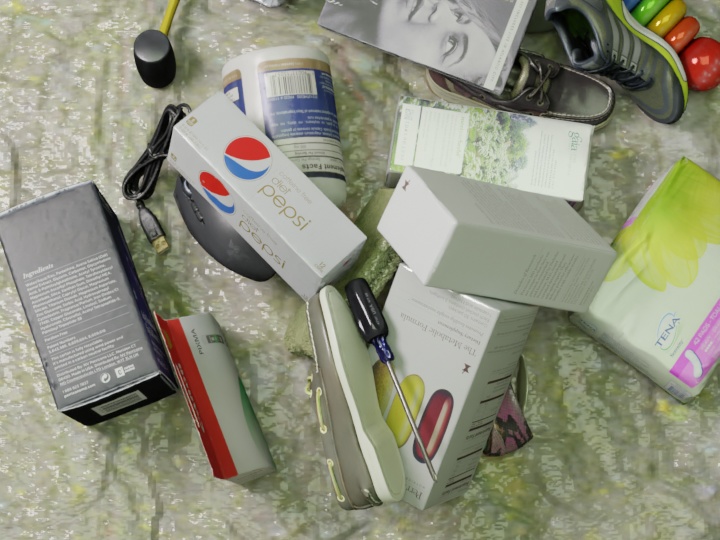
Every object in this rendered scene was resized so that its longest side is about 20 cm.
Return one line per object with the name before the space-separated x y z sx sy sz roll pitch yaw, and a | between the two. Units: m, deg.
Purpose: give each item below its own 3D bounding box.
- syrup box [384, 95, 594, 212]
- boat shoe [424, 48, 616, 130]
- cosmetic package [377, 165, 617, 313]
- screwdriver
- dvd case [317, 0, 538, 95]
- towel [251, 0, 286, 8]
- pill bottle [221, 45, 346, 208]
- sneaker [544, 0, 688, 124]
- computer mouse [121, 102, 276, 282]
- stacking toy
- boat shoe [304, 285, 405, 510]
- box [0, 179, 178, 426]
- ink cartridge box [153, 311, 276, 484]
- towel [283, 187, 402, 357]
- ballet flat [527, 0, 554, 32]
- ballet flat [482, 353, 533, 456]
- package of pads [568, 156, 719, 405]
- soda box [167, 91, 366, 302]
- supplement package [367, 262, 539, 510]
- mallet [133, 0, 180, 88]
syrup box | 0.128 -0.113 1.635 0.197 0.081 0.080 9 81 0
boat shoe | 0.162 -0.188 1.657 0.198 0.065 0.073 16 80 3
cosmetic package | 0.127 -0.027 1.513 0.198 0.102 0.072 11 117 -35
screwdriver | 0.033 0.097 1.476 0.028 0.029 0.202 -34 73 30
dvd case | 0.075 -0.277 1.636 0.198 0.016 0.150 22 82 6
towel | -0.119 -0.382 1.667 0.199 0.086 0.166 31 65 6
pill bottle | -0.072 -0.111 1.621 0.110 0.111 0.203 -7 82 -1
sneaker | 0.247 -0.214 1.628 0.200 0.074 0.081 45 53 -15
computer mouse | -0.166 -0.050 1.600 0.201 0.046 0.141 53 128 16
stacking toy | 0.297 -0.263 1.666 0.200 0.085 0.085 45 83 4
boat shoe | -0.018 0.117 1.482 0.060 0.072 0.204 -18 86 23
box | -0.262 0.035 1.579 0.103 0.148 0.202 -20 81 -3
ink cartridge box | -0.134 0.116 1.536 0.050 0.200 0.162 -21 81 -4
towel | 0.000 0.000 1.588 0.036 0.148 0.201 35 82 -14
ballet flat | 0.119 -0.305 1.679 0.198 0.064 0.068 28 81 5
ballet flat | 0.126 0.080 1.615 0.070 0.069 0.202 -11 83 -20
package of pads | 0.316 0.007 1.619 0.154 0.068 0.201 35 81 6
soda box | -0.088 -0.068 1.518 0.200 0.068 0.064 45 65 9
supplement package | 0.070 0.105 1.538 0.113 0.109 0.202 25 103 23
mallet | -0.188 -0.289 1.677 0.041 0.066 0.202 15 80 4
